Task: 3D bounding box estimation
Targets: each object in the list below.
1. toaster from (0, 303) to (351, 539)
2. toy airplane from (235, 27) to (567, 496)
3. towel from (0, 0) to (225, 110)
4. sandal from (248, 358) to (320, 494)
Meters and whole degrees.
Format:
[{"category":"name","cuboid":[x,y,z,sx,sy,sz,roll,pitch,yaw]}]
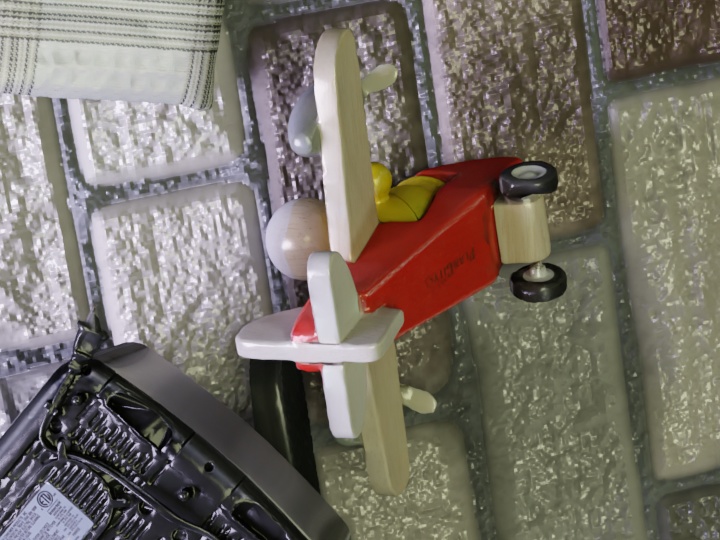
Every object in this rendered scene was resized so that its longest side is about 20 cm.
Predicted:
[{"category":"toaster","cuboid":[-0.116,0.145,1.133,0.181,0.119,0.200,40,99,1]},{"category":"toy airplane","cuboid":[0.000,0.000,1.164,0.199,0.141,0.201,33,75,-51]},{"category":"towel","cuboid":[-0.160,-0.184,1.136,0.199,0.035,0.194,5,100,-16]},{"category":"sandal","cuboid":[-0.049,0.136,1.222,0.048,0.075,0.202,-5,96,11]}]
